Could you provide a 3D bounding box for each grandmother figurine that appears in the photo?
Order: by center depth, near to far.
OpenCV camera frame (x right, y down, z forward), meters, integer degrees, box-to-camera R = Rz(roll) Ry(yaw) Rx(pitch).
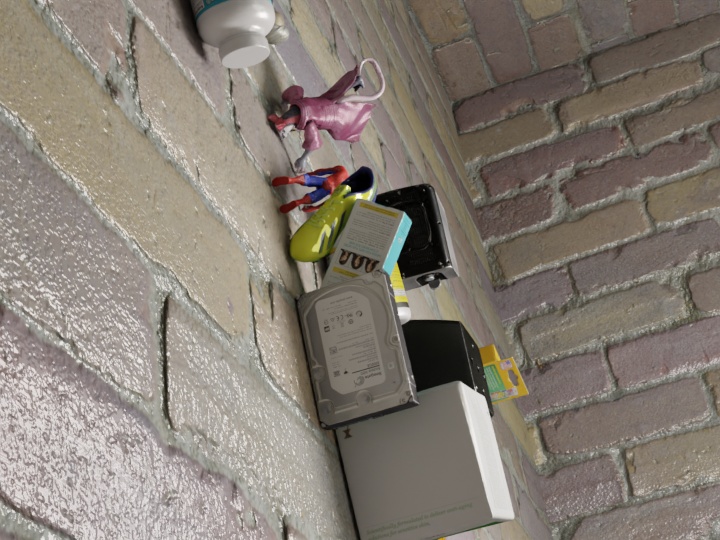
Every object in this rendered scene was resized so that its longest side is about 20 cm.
[{"bbox_3d":[-0.173,-0.463,1.804,0.200,0.061,0.121,65,23,-19],"label":"grandmother figurine"}]

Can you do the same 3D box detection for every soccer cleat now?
[{"bbox_3d":[-0.043,-0.088,1.659,0.200,0.065,0.084,-46,155,-37],"label":"soccer cleat"}]

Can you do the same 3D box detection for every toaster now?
[{"bbox_3d":[0.070,-0.055,2.008,0.119,0.181,0.200,48,28,-68],"label":"toaster"}]

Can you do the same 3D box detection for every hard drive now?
[{"bbox_3d":[-0.007,0.110,1.546,0.038,0.140,0.200,41,34,-65],"label":"hard drive"}]

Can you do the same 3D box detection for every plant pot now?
[{"bbox_3d":[0.118,0.192,1.877,0.200,0.177,0.200,50,26,-57],"label":"plant pot"}]

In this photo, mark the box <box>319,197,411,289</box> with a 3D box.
[{"bbox_3d":[0.000,0.000,1.628,0.200,0.082,0.049,-68,158,-9],"label":"box"}]

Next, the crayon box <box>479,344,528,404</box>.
[{"bbox_3d":[0.226,0.224,2.231,0.052,0.200,0.126,-94,161,-47],"label":"crayon box"}]

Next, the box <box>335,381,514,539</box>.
[{"bbox_3d":[0.095,0.287,1.596,0.171,0.199,0.200,39,36,-67],"label":"box"}]

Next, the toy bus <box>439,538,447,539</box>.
[{"bbox_3d":[0.098,0.418,1.743,0.078,0.065,0.200,53,22,-59],"label":"toy bus"}]

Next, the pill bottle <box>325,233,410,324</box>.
[{"bbox_3d":[0.006,-0.001,1.804,0.112,0.112,0.200,26,48,-73],"label":"pill bottle"}]

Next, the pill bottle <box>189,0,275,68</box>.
[{"bbox_3d":[-0.183,-0.387,1.531,0.111,0.111,0.200,21,52,-74],"label":"pill bottle"}]

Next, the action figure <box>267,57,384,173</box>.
[{"bbox_3d":[-0.060,-0.251,1.788,0.200,0.149,0.134,-19,81,-45],"label":"action figure"}]

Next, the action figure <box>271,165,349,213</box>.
[{"bbox_3d":[-0.084,-0.125,1.734,0.200,0.099,0.065,-17,93,-55],"label":"action figure"}]
